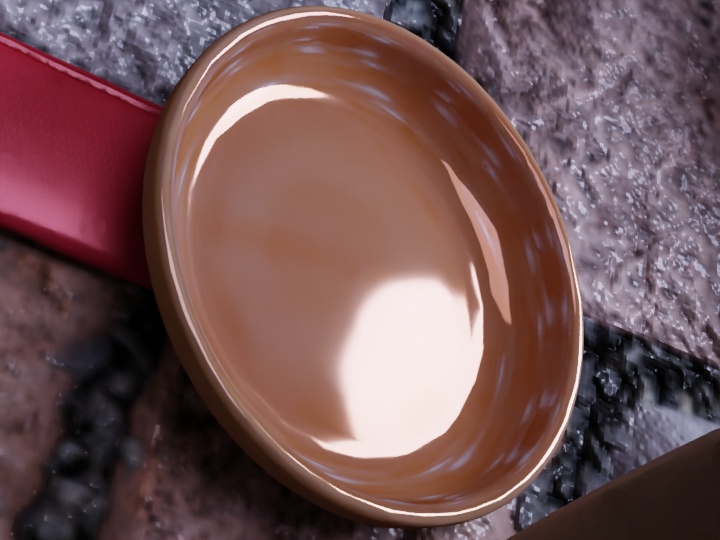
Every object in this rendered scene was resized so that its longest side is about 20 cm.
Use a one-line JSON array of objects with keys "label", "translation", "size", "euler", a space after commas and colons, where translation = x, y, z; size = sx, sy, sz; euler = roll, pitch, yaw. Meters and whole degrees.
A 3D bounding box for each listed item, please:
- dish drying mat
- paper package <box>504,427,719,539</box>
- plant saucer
[{"label": "dish drying mat", "translation": [-0.116, -0.047, 0.709], "size": [0.200, 0.018, 0.077], "euler": [25, 56, -19]}, {"label": "paper package", "translation": [0.168, 0.106, 0.692], "size": [0.199, 0.191, 0.104], "euler": [-11, 74, -34]}, {"label": "plant saucer", "translation": [0.000, 0.000, 0.727], "size": [0.200, 0.037, 0.201], "euler": [17, 61, -34]}]
